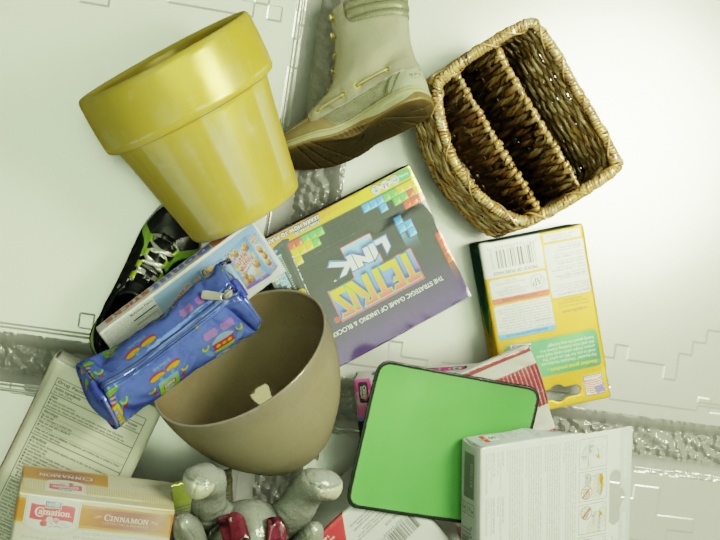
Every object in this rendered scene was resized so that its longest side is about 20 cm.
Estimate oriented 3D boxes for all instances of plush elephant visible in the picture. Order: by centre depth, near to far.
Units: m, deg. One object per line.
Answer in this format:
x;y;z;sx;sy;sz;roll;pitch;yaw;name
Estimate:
-0.114;0.307;1.314;0.163;0.155;0.201;10;128;-22;plush elephant

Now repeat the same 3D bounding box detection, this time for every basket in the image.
0.158;-0.147;1.429;0.142;0.149;0.201;-34;97;-26;basket

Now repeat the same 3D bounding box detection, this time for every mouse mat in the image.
0.090;0.188;1.407;0.198;0.008;0.162;12;94;-20;mouse mat

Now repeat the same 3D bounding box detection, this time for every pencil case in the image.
-0.192;0.074;1.329;0.199;0.087;0.078;-36;78;-15;pencil case

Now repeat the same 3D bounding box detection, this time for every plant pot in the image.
-0.163;-0.142;1.378;0.200;0.201;0.190;-30;106;-7;plant pot
-0.100;0.136;1.382;0.199;0.200;0.135;-32;123;-7;plant pot

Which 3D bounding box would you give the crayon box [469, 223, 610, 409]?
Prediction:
0.205;0.056;1.507;0.125;0.052;0.202;-10;92;-8;crayon box

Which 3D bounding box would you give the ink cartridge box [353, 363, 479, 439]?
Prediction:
0.094;0.156;1.469;0.198;0.037;0.096;-5;101;6;ink cartridge box

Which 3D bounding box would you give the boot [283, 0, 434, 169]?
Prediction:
-0.020;-0.208;1.449;0.199;0.072;0.156;-22;66;26;boot

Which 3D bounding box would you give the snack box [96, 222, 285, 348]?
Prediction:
-0.178;0.030;1.390;0.199;0.024;0.072;-37;114;-10;snack box

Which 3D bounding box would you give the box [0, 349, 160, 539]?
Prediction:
-0.310;0.203;1.401;0.127;0.109;0.201;27;87;-9;box

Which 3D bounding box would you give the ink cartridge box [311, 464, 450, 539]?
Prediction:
0.028;0.327;1.456;0.144;0.084;0.200;-41;106;-6;ink cartridge box

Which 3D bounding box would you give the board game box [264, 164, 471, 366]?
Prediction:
0.000;0.000;1.471;0.199;0.057;0.166;-28;94;-7;board game box

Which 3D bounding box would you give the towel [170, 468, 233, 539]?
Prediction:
-0.202;0.312;1.412;0.143;0.023;0.202;-10;115;-30;towel

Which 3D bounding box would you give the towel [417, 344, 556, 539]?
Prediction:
0.150;0.196;1.444;0.143;0.023;0.202;-21;104;-16;towel

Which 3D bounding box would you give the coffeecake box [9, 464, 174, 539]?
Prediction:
-0.279;0.309;1.316;0.152;0.073;0.202;9;102;-14;coffeecake box

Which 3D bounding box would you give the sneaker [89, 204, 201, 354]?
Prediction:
-0.229;0.018;1.422;0.071;0.083;0.201;26;87;-9;sneaker

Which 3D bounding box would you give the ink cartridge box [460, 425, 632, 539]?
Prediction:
0.203;0.252;1.437;0.198;0.050;0.164;-5;100;-28;ink cartridge box
